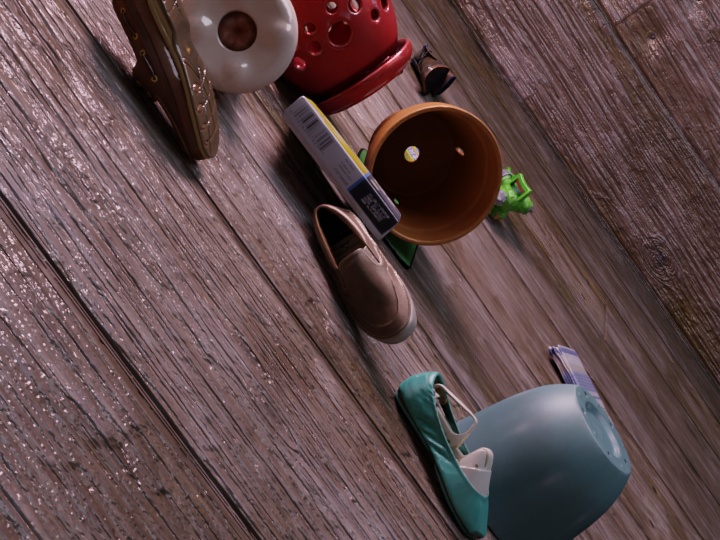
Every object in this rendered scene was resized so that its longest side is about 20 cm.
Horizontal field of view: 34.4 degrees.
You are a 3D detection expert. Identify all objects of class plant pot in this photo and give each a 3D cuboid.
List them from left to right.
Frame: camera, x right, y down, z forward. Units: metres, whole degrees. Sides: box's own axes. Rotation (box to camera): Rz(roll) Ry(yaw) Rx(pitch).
[{"bbox_3d":[-0.038,-0.332,1.652,0.183,0.199,0.201,57,18,-16],"label":"plant pot"},{"bbox_3d":[0.091,-0.154,1.684,0.200,0.200,0.140,47,5,-24],"label":"plant pot"},{"bbox_3d":[0.235,0.236,1.441,0.201,0.160,0.201,47,22,-25],"label":"plant pot"}]

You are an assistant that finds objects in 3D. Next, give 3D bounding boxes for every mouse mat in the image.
[{"bbox_3d":[0.037,-0.096,1.730,0.161,0.008,0.200,52,20,-11],"label":"mouse mat"}]

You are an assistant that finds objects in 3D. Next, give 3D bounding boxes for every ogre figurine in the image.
[{"bbox_3d":[0.269,-0.165,2.274,0.120,0.098,0.200,53,4,29],"label":"ogre figurine"}]

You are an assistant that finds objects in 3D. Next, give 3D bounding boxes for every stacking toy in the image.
[{"bbox_3d":[-0.154,-0.295,1.467,0.147,0.146,0.200,53,0,-9],"label":"stacking toy"}]

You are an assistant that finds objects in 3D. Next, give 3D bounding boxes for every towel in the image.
[{"bbox_3d":[0.401,0.226,2.071,0.201,0.024,0.147,65,18,17],"label":"towel"}]

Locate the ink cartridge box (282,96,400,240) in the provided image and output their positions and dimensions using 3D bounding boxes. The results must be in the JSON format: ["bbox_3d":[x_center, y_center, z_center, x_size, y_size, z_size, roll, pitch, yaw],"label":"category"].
[{"bbox_3d":[-0.020,-0.136,1.518,0.198,0.047,0.200,51,8,-4],"label":"ink cartridge box"}]

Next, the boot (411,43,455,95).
[{"bbox_3d":[0.133,-0.421,2.417,0.097,0.075,0.200,46,10,8],"label":"boot"}]

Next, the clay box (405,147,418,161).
[{"bbox_3d":[0.091,-0.172,1.921,0.115,0.047,0.200,56,18,0],"label":"clay box"}]

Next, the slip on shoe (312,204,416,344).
[{"bbox_3d":[0.000,0.000,1.376,0.061,0.076,0.201,42,19,-55],"label":"slip on shoe"}]

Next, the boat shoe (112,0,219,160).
[{"bbox_3d":[-0.206,-0.211,1.242,0.072,0.067,0.202,-45,118,-74],"label":"boat shoe"}]

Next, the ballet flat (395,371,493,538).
[{"bbox_3d":[0.110,0.203,1.327,0.067,0.070,0.201,13,46,-63],"label":"ballet flat"}]
